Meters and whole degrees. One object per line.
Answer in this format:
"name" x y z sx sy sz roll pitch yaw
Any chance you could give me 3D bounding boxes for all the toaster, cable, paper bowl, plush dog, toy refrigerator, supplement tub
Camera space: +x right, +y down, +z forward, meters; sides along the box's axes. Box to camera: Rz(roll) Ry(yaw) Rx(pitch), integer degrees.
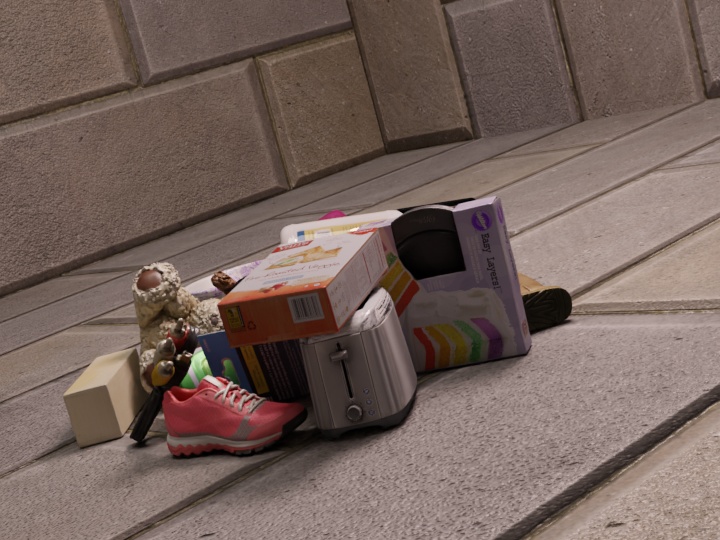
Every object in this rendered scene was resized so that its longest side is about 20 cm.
"toaster" -0.001 0.100 1.491 0.112 0.131 0.200 -12 10 13
"cable" -0.251 0.132 1.602 0.200 0.050 0.098 -51 19 44
"paper bowl" -0.187 0.053 2.116 0.198 0.105 0.201 -16 10 3
"plush dog" -0.231 0.095 1.861 0.170 0.202 0.161 -8 -22 -5
"toy refrigerator" -0.352 0.174 1.795 0.069 0.077 0.200 -15 11 5
"supplement tub" 0.000 0.000 1.696 0.198 0.146 0.145 -8 10 -1

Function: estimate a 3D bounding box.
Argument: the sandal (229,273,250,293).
"sandal" -0.154 0.046 1.733 0.075 0.048 0.201 -23 -19 -27

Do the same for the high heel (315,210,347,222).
"high heel" -0.096 -0.010 1.816 0.199 0.068 0.096 -28 31 6

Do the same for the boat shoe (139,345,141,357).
"boat shoe" -0.240 0.099 1.988 0.198 0.073 0.069 -16 31 0

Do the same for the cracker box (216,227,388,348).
"cracker box" -0.061 0.017 1.470 0.133 0.058 0.200 -10 16 21

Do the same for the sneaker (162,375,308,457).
"sneaker" -0.155 0.164 1.504 0.198 0.088 0.074 -10 12 30

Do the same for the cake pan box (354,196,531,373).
"cake pan box" 0.100 0.018 1.581 0.182 0.202 0.052 -10 11 16

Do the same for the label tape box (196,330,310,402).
"label tape box" -0.091 0.090 1.619 0.198 0.144 0.066 -14 38 4

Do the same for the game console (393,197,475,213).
"game console" 0.061 -0.061 2.081 0.199 0.118 0.175 -10 15 -42

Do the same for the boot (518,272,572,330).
"boot" 0.173 0.046 1.724 0.173 0.067 0.200 -5 8 -13

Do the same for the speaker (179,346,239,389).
"speaker" -0.163 0.128 1.708 0.199 0.089 0.088 -22 12 -33
